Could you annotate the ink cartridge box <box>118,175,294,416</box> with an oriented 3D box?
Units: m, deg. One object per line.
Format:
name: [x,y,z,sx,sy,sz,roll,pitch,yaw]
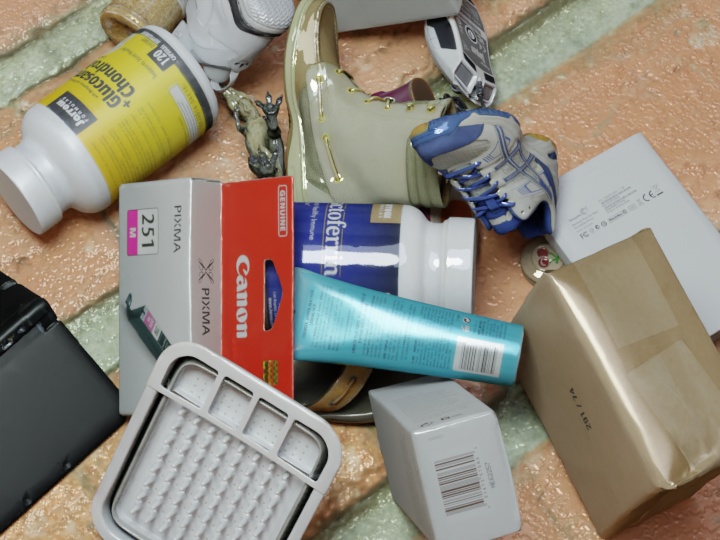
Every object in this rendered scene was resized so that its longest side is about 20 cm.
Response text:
ink cartridge box: [-0.131,0.023,1.637,0.173,0.043,0.202,-3,86,43]

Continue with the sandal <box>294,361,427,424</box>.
sandal: [-0.031,0.087,1.691,0.198,0.055,0.082,0,63,-1]

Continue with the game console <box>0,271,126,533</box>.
game console: [-0.336,0.118,1.693,0.200,0.117,0.175,-42,41,-20]

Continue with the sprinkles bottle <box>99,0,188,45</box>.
sprinkles bottle: [-0.170,-0.296,1.878,0.068,0.068,0.201,27,66,13]

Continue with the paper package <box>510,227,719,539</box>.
paper package: [0.216,0.097,1.603,0.103,0.191,0.201,-23,75,-17]

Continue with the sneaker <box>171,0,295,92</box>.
sneaker: [-0.142,-0.262,1.806,0.075,0.115,0.201,1,49,-45]

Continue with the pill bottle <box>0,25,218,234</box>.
pill bottle: [-0.234,-0.124,1.764,0.200,0.112,0.112,-39,70,-19]

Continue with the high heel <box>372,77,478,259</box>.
high heel: [0.047,-0.070,1.789,0.067,0.096,0.202,2,71,-45]

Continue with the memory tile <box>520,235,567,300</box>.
memory tile: [0.218,0.014,1.754,0.152,0.017,0.202,1,63,0]

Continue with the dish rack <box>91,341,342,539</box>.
dish rack: [-0.115,0.168,1.597,0.171,0.044,0.201,30,111,7]

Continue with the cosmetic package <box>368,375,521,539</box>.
cosmetic package: [0.065,0.150,1.569,0.073,0.200,0.103,-14,99,-7]

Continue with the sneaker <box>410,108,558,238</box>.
sneaker: [0.116,-0.079,1.667,0.075,0.199,0.089,-15,73,35]

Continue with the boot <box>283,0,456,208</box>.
boot: [0.011,-0.148,1.733,0.153,0.072,0.202,-4,83,24]

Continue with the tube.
tube: [0.034,0.053,1.613,0.198,0.050,0.078,11,74,2]

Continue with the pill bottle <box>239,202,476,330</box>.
pill bottle: [0.000,0.000,1.685,0.198,0.116,0.117,1,63,4]

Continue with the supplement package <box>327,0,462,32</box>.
supplement package: [0.018,-0.354,1.830,0.150,0.152,0.201,-4,55,29]

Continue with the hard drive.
hard drive: [0.254,-0.016,1.746,0.131,0.026,0.201,-29,67,-14]

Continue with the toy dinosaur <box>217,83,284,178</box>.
toy dinosaur: [-0.085,-0.104,1.769,0.047,0.088,0.201,-14,64,-10]

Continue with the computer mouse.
computer mouse: [0.094,-0.184,1.824,0.044,0.109,0.201,-30,48,26]
